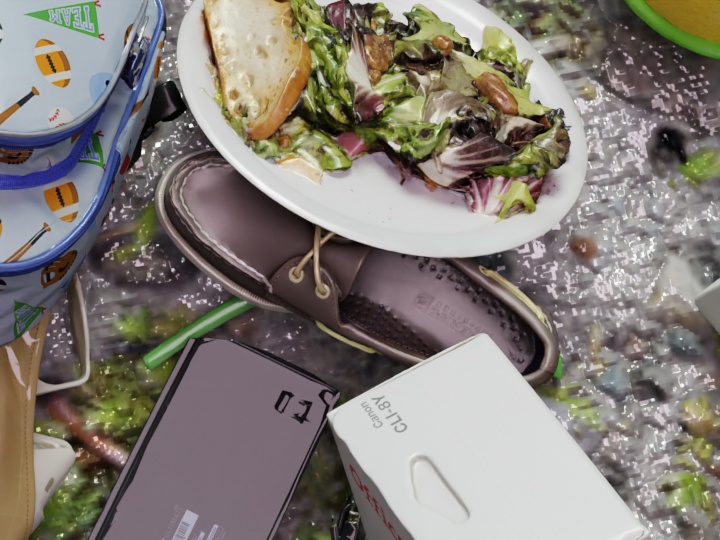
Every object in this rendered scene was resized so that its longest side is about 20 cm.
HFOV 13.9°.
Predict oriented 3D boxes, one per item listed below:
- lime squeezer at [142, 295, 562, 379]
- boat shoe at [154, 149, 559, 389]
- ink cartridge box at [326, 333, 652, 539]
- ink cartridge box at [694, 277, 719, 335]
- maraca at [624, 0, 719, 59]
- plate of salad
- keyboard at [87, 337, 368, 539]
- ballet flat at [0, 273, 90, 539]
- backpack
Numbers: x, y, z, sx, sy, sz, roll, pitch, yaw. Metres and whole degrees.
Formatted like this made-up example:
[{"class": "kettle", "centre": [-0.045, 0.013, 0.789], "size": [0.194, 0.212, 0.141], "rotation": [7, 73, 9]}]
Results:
[{"class": "lime squeezer", "centre": [-0.003, 0.013, 1.402], "size": [0.200, 0.038, 0.071], "rotation": [1, 113, -8]}, {"class": "boat shoe", "centre": [0.000, 0.000, 1.346], "size": [0.200, 0.060, 0.072], "rotation": [29, 84, -3]}, {"class": "ink cartridge box", "centre": [0.071, 0.149, 1.279], "size": [0.083, 0.200, 0.145], "rotation": [-29, 45, -11]}, {"class": "ink cartridge box", "centre": [0.283, -0.005, 1.389], "size": [0.200, 0.129, 0.125], "rotation": [-37, 88, -11]}, {"class": "maraca", "centre": [0.198, -0.192, 1.417], "size": [0.137, 0.107, 0.200], "rotation": [37, 78, -3]}, {"class": "plate of salad", "centre": [0.014, -0.086, 1.361], "size": [0.200, 0.048, 0.200], "rotation": [13, 42, -12]}, {"class": "keyboard", "centre": [-0.063, 0.139, 1.367], "size": [0.127, 0.021, 0.200], "rotation": [26, 85, 4]}, {"class": "ballet flat", "centre": [-0.155, 0.062, 1.353], "size": [0.063, 0.069, 0.200], "rotation": [7, 81, -21]}, {"class": "backpack", "centre": [-0.181, -0.066, 1.283], "size": [0.200, 0.154, 0.191], "rotation": [16, 59, -4]}]
